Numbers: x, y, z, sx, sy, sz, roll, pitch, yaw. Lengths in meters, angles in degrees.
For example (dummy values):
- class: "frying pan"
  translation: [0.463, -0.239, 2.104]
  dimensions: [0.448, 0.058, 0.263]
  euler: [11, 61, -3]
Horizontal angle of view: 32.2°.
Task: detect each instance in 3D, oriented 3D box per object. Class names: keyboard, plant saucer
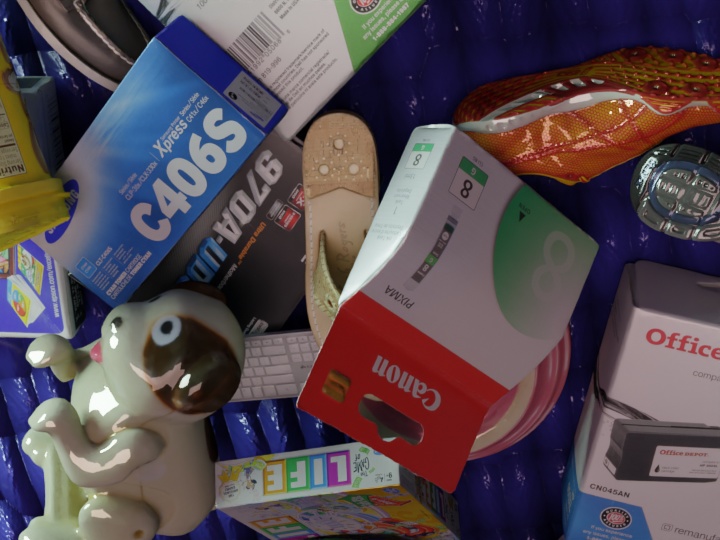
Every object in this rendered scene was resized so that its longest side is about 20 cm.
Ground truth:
- class: "keyboard"
  translation: [-0.083, 0.073, 0.933]
  dimensions: [0.198, 0.011, 0.057]
  euler: [-6, 114, 15]
- class: "plant saucer"
  translation: [0.058, 0.062, 0.935]
  dimensions: [0.198, 0.051, 0.202]
  euler: [3, 113, 7]

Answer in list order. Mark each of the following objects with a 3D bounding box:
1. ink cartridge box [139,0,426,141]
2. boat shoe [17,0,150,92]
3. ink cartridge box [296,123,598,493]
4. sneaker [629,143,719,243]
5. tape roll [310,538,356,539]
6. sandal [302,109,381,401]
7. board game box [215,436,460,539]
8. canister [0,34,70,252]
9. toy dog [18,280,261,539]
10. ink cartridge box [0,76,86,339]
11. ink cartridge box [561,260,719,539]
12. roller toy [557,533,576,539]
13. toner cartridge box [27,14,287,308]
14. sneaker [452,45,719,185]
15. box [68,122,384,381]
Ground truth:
- class: "ink cartridge box"
  translation: [-0.066, -0.211, 0.818]
  dimensions: [0.200, 0.083, 0.146]
  euler: [44, 114, -11]
- class: "boat shoe"
  translation: [-0.205, -0.211, 0.848]
  dimensions: [0.060, 0.072, 0.202]
  euler: [-35, 100, 26]
- class: "ink cartridge box"
  translation: [0.063, 0.031, 0.821]
  dimensions: [0.161, 0.201, 0.050]
  euler: [34, 162, -35]
- class: "sneaker"
  translation: [0.280, -0.033, 0.819]
  dimensions: [0.199, 0.087, 0.075]
  euler: [27, 104, 19]
- class: "tape roll"
  translation: [-0.014, 0.291, 1.008]
  dimensions: [0.198, 0.048, 0.201]
  euler: [2, 136, 2]
- class: "sandal"
  translation: [-0.006, 0.001, 0.846]
  dimensions: [0.077, 0.070, 0.214]
  euler: [-8, 104, 4]
- class: "board game box"
  translation: [-0.010, 0.175, 0.934]
  dimensions: [0.133, 0.035, 0.200]
  euler: [-10, 155, 14]
- class: "canister"
  translation: [-0.288, -0.107, 0.836]
  dimensions: [0.148, 0.086, 0.202]
  euler: [-18, 92, 40]
- class: "toy dog"
  translation: [-0.147, 0.105, 0.883]
  dimensions: [0.192, 0.140, 0.201]
  euler: [15, 124, -13]
- class: "ink cartridge box"
  translation: [-0.320, -0.046, 0.953]
  dimensions: [0.198, 0.043, 0.200]
  euler: [1, 113, 7]
- class: "ink cartridge box"
  translation: [0.239, 0.111, 0.907]
  dimensions: [0.143, 0.084, 0.202]
  euler: [12, 114, 3]
- class: "roller toy"
  translation: [0.207, 0.292, 0.939]
  dimensions: [0.181, 0.200, 0.141]
  euler: [25, 116, 12]
- class: "toner cartridge box"
  translation: [-0.144, -0.067, 0.846]
  dimensions: [0.095, 0.043, 0.200]
  euler: [41, 125, -6]
- class: "sneaker"
  translation: [0.164, -0.101, 0.847]
  dimensions: [0.198, 0.073, 0.078]
  euler: [-7, 128, 20]
- class: "box"
  translation: [-0.101, -0.033, 0.921]
  dimensions: [0.158, 0.046, 0.200]
  euler: [35, 115, -6]
